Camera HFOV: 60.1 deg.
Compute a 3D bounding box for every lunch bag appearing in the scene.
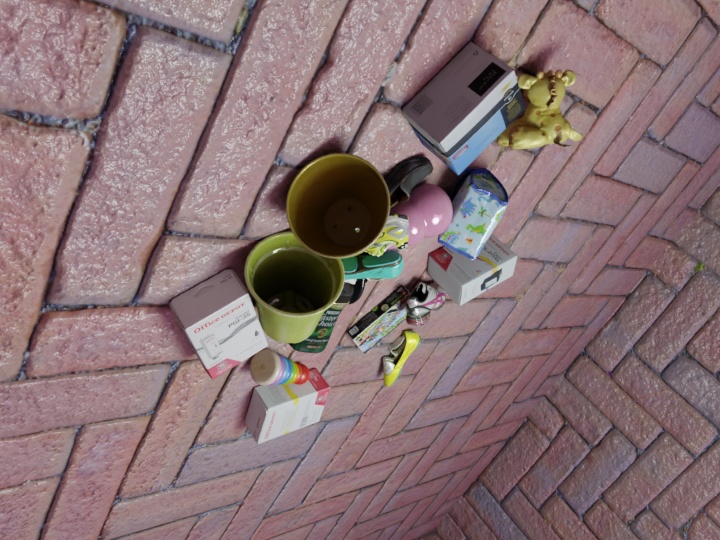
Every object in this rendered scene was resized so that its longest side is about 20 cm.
[{"bbox_3d":[0.270,-0.150,1.516,0.171,0.127,0.200,-61,-179,26],"label":"lunch bag"}]

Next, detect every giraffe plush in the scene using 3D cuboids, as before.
[{"bbox_3d":[0.411,-0.372,1.421,0.171,0.199,0.164,-17,111,-27],"label":"giraffe plush"}]

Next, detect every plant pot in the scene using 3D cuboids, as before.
[{"bbox_3d":[-0.144,0.055,1.301,0.199,0.201,0.185,-23,153,-26],"label":"plant pot"},{"bbox_3d":[-0.034,-0.112,1.230,0.200,0.200,0.142,-41,169,0],"label":"plant pot"}]

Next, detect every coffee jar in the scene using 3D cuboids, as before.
[{"bbox_3d":[-0.096,0.097,1.464,0.103,0.086,0.201,7,123,-33],"label":"coffee jar"}]

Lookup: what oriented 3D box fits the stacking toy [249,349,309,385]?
[{"bbox_3d":[-0.192,0.254,1.565,0.085,0.085,0.200,-45,153,6],"label":"stacking toy"}]

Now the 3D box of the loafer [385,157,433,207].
[{"bbox_3d":[0.086,-0.176,1.360,0.199,0.072,0.073,-35,145,-13],"label":"loafer"}]

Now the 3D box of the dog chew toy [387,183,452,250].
[{"bbox_3d":[0.111,-0.113,1.407,0.199,0.125,0.125,-31,145,-19],"label":"dog chew toy"}]

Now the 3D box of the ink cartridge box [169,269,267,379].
[{"bbox_3d":[-0.290,0.114,1.292,0.146,0.083,0.201,-31,145,-16],"label":"ink cartridge box"}]

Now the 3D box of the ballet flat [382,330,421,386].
[{"bbox_3d":[0.108,0.264,1.899,0.067,0.067,0.201,21,111,-31],"label":"ballet flat"}]

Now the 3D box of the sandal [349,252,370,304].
[{"bbox_3d":[-0.004,-0.003,1.469,0.045,0.075,0.202,-25,143,-54],"label":"sandal"}]

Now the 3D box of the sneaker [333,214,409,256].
[{"bbox_3d":[0.011,-0.066,1.331,0.198,0.077,0.075,-11,174,29],"label":"sneaker"}]

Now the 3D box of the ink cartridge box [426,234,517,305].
[{"bbox_3d":[0.303,-0.016,1.697,0.199,0.146,0.083,-27,142,-22],"label":"ink cartridge box"}]

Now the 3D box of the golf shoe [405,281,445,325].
[{"bbox_3d":[0.185,0.070,1.709,0.200,0.072,0.093,-42,135,-52],"label":"golf shoe"}]

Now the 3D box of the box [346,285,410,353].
[{"bbox_3d":[0.062,0.137,1.722,0.200,0.035,0.110,-40,147,-4],"label":"box"}]

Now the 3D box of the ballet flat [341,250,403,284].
[{"bbox_3d":[0.000,0.000,1.400,0.197,0.068,0.071,-4,132,7],"label":"ballet flat"}]

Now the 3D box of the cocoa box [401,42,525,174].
[{"bbox_3d":[0.212,-0.326,1.265,0.200,0.134,0.131,-44,147,3],"label":"cocoa box"}]

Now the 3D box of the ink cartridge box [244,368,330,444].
[{"bbox_3d":[-0.196,0.360,1.664,0.198,0.083,0.146,-12,136,-38],"label":"ink cartridge box"}]
